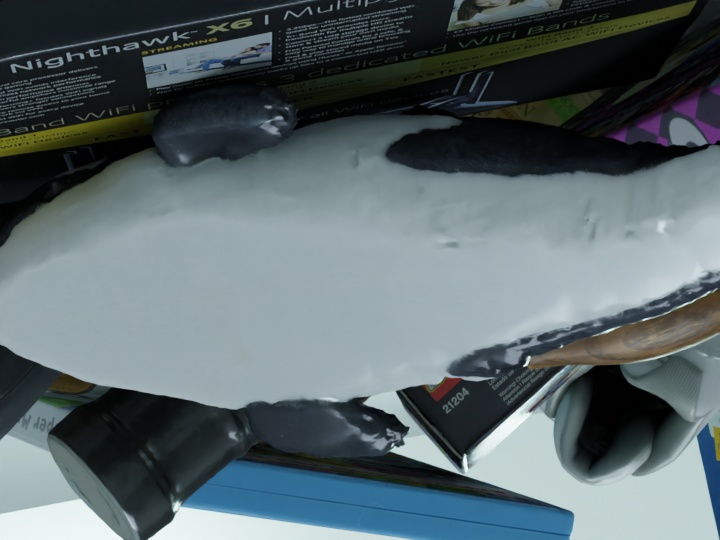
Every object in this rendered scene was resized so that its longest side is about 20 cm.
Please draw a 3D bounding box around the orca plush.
[{"bbox_3d":[0.011,-0.024,0.618,0.199,0.105,0.071,-21,-146,30],"label":"orca plush"}]

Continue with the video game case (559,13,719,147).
[{"bbox_3d":[0.135,-0.066,0.688,0.181,0.036,0.200,-34,-176,-29],"label":"video game case"}]

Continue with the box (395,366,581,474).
[{"bbox_3d":[0.095,-0.014,0.912,0.200,0.035,0.110,-42,174,-2],"label":"box"}]

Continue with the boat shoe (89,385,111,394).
[{"bbox_3d":[-0.098,0.006,0.839,0.199,0.061,0.076,9,169,-9],"label":"boat shoe"}]

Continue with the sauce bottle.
[{"bbox_3d":[0.000,0.000,0.785,0.200,0.065,0.065,-42,-178,-17],"label":"sauce bottle"}]

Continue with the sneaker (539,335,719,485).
[{"bbox_3d":[0.094,0.038,1.046,0.078,0.100,0.200,33,160,-1],"label":"sneaker"}]

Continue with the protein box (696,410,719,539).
[{"bbox_3d":[0.215,0.021,1.096,0.134,0.201,0.199,-11,173,-11],"label":"protein box"}]

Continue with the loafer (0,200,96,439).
[{"bbox_3d":[-0.091,0.001,0.749,0.073,0.073,0.200,-2,-157,38],"label":"loafer"}]

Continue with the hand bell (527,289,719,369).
[{"bbox_3d":[0.136,-0.013,0.743,0.199,0.105,0.104,-20,173,5],"label":"hand bell"}]

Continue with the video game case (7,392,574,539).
[{"bbox_3d":[-0.043,0.060,0.910,0.143,0.018,0.200,12,180,-31],"label":"video game case"}]

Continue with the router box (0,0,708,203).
[{"bbox_3d":[-0.023,-0.064,0.615,0.199,0.053,0.157,-11,173,-5],"label":"router box"}]
